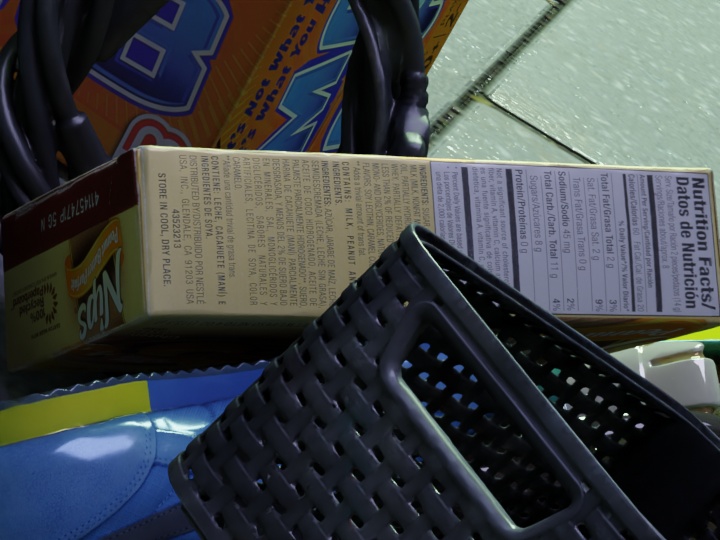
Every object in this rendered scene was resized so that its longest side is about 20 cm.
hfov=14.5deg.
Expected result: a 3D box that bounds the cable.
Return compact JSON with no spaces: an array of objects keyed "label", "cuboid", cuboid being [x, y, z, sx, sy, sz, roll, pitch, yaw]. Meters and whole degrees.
[{"label":"cable","cuboid":[-0.049,-0.060,0.962,0.163,0.200,0.051,8,-1,-28]}]

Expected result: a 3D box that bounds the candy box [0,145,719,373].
[{"label":"candy box","cuboid":[0.000,0.000,0.893,0.200,0.055,0.115,0,-9,-28]}]

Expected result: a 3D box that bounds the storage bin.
[{"label":"storage bin","cuboid":[0.058,0.088,0.756,0.135,0.094,0.200,52,11,36]}]

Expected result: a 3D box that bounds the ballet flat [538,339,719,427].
[{"label":"ballet flat","cuboid":[0.124,0.048,1.007,0.200,0.070,0.067,-2,65,-27]}]

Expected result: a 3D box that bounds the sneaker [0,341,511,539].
[{"label":"sneaker","cuboid":[-0.030,0.064,0.821,0.200,0.066,0.078,-10,81,-41]}]

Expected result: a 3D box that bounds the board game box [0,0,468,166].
[{"label":"board game box","cuboid":[-0.065,-0.161,1.127,0.200,0.200,0.200,35,21,15]}]

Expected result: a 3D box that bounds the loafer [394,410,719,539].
[{"label":"loafer","cuboid":[0.073,0.090,0.930,0.200,0.073,0.071,8,32,-26]}]

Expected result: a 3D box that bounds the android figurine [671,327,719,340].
[{"label":"android figurine","cuboid":[0.123,0.043,1.132,0.182,0.041,0.200,18,23,-29]}]
